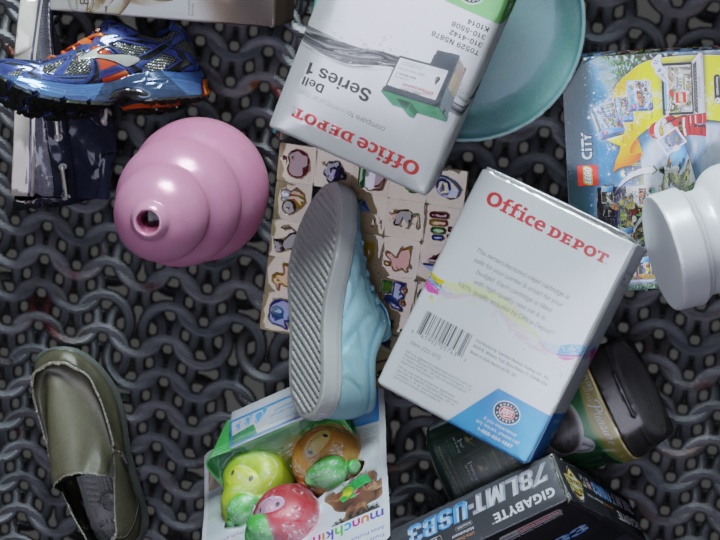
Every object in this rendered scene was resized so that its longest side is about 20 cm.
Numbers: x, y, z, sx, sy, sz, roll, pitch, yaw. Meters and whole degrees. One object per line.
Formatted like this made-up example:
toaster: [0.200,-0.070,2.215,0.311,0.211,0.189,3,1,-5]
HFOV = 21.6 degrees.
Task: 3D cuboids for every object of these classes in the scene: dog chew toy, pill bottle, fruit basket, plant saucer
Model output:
dog chew toy: [-0.150,-0.059,1.581,0.123,0.200,0.126,2,102,11]
pill bottle: [0.334,-0.038,1.506,0.199,0.116,0.117,-15,100,-6]
fruit basket: [-0.062,0.187,1.617,0.184,0.200,0.094,-24,118,16]
plant saucer: [0.087,-0.208,1.556,0.198,0.036,0.202,3,107,10]

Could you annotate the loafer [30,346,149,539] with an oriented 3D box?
loafer: [-0.247,0.166,1.717,0.075,0.070,0.201,-19,98,15]

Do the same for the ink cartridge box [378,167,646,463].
ink cartridge box: [0.127,0.036,1.550,0.144,0.085,0.201,28,95,16]

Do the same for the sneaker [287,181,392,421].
sneaker: [-0.013,0.028,1.607,0.074,0.082,0.202,3,87,53]

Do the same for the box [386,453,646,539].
box: [0.119,0.235,1.600,0.199,0.198,0.050,-28,63,15]

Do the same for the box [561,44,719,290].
box: [0.241,-0.084,1.583,0.135,0.038,0.202,-2,102,11]

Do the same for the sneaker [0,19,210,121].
sneaker: [-0.226,-0.173,1.607,0.075,0.199,0.079,-18,79,56]

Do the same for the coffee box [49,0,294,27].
coffee box: [-0.156,-0.271,1.598,0.198,0.080,0.114,5,102,10]

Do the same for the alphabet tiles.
alphabet tiles: [0.000,0.000,1.627,0.166,0.008,0.202,9,103,10]

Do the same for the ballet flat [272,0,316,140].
ballet flat: [-0.021,-0.198,1.597,0.063,0.067,0.201,15,106,-4]

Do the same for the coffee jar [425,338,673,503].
coffee jar: [0.163,0.139,1.620,0.199,0.085,0.105,-27,81,16]

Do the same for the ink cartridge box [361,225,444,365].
ink cartridge box: [0.045,0.026,1.646,0.198,0.042,0.120,11,104,7]

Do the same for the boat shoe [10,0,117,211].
boat shoe: [-0.258,-0.152,1.659,0.092,0.075,0.202,2,102,-8]

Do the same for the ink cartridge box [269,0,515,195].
ink cartridge box: [0.031,-0.181,1.511,0.145,0.084,0.201,23,108,3]
